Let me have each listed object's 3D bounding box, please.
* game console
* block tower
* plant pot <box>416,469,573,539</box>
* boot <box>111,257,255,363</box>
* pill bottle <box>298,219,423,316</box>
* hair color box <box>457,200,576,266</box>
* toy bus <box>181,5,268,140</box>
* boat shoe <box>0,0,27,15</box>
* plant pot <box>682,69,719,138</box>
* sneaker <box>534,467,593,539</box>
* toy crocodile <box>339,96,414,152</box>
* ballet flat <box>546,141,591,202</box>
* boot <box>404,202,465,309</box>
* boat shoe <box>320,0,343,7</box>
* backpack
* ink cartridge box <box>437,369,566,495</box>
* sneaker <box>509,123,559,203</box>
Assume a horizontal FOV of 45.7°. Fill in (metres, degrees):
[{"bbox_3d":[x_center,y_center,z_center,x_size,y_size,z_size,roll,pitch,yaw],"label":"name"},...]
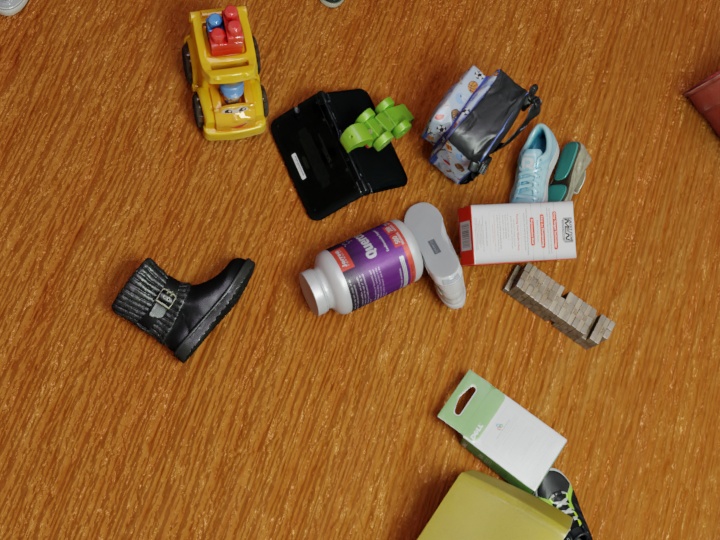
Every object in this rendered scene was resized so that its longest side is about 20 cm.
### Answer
[{"bbox_3d":[-0.038,-0.209,1.534,0.174,0.116,0.203,-28,80,14],"label":"game console"},{"bbox_3d":[0.352,0.064,1.517,0.198,0.058,0.054,34,71,0],"label":"block tower"},{"bbox_3d":[0.197,0.417,1.312,0.175,0.200,0.202,35,91,19],"label":"plant pot"},{"bbox_3d":[-0.286,0.025,1.391,0.157,0.079,0.212,39,72,1],"label":"boot"},{"bbox_3d":[0.000,0.000,1.436,0.197,0.113,0.114,-24,81,-16],"label":"pill bottle"},{"bbox_3d":[0.269,-0.064,1.467,0.196,0.061,0.104,-3,89,-17],"label":"hair color box"},{"bbox_3d":[-0.224,-0.347,1.444,0.133,0.192,0.204,-10,79,-15],"label":"toy bus"},{"bbox_3d":[-0.603,-0.546,1.484,0.069,0.072,0.205,11,74,-7],"label":"boat shoe"},{"bbox_3d":[0.755,-0.307,1.632,0.199,0.201,0.197,-31,91,-17],"label":"plant pot"},{"bbox_3d":[0.352,0.421,1.409,0.070,0.083,0.203,-18,79,-15],"label":"sneaker"},{"bbox_3d":[0.035,-0.253,1.508,0.068,0.062,0.200,49,38,1],"label":"toy crocodile"},{"bbox_3d":[0.378,-0.146,1.576,0.062,0.067,0.202,38,72,-29],"label":"ballet flat"},{"bbox_3d":[0.130,-0.023,1.490,0.072,0.096,0.202,-18,46,2],"label":"boot"},{"bbox_3d":[-0.019,-0.594,1.612,0.074,0.066,0.201,33,72,-1],"label":"boat shoe"},{"bbox_3d":[0.192,-0.245,1.499,0.154,0.191,0.200,40,72,7],"label":"backpack"},{"bbox_3d":[0.233,0.271,1.429,0.199,0.060,0.104,36,72,14],"label":"ink cartridge box"},{"bbox_3d":[0.305,-0.177,1.548,0.073,0.082,0.203,2,60,32],"label":"sneaker"}]
